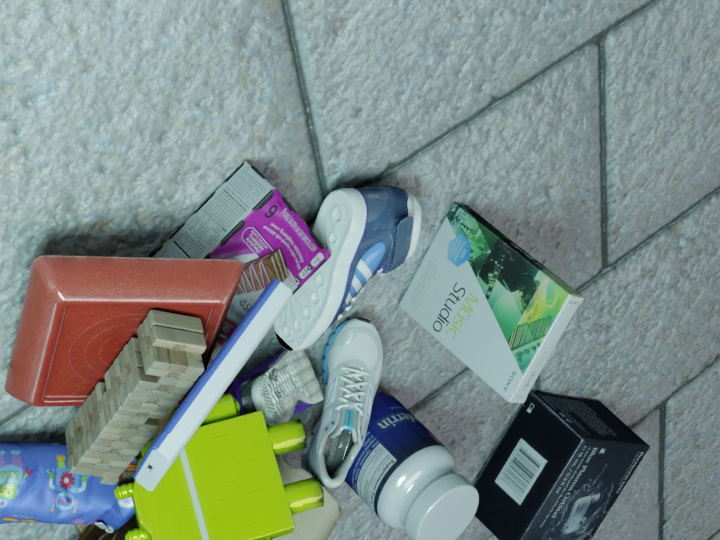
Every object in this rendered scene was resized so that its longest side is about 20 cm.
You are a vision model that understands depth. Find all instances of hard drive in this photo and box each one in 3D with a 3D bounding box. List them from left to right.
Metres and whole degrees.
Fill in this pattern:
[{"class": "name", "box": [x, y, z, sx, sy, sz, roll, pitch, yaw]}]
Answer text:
[{"class": "hard drive", "box": [-0.141, 0.110, 1.384, 0.201, 0.025, 0.132, -55, -179, -26]}]

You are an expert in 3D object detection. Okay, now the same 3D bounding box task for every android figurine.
[{"class": "android figurine", "box": [-0.141, 0.215, 1.435, 0.197, 0.184, 0.041, -16, 163, -14]}]

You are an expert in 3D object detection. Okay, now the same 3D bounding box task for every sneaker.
[{"class": "sneaker", "box": [-0.111, 0.137, 1.589, 0.099, 0.070, 0.200, -24, 178, 17]}, {"class": "sneaker", "box": [-0.012, 0.155, 1.661, 0.074, 0.087, 0.203, 11, 90, -11]}, {"class": "sneaker", "box": [0.000, 0.000, 1.592, 0.145, 0.080, 0.202, 0, 121, -46]}]

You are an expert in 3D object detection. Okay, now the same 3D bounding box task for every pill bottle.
[{"class": "pill bottle", "box": [0.043, 0.233, 1.736, 0.115, 0.200, 0.117, -26, 138, -27]}]

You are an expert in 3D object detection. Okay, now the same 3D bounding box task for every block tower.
[{"class": "block tower", "box": [-0.216, 0.123, 1.373, 0.057, 0.054, 0.200, 12, 132, -32]}]

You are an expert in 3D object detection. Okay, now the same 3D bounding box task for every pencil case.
[{"class": "pencil case", "box": [-0.309, 0.213, 1.436, 0.198, 0.078, 0.088, 8, 73, -34]}]

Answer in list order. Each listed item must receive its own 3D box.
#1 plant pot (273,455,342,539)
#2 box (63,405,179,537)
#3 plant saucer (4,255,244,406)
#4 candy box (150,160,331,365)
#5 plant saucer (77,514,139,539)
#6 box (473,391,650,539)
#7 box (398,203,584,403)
[{"class": "plant pot", "box": [-0.123, 0.304, 1.659, 0.184, 0.199, 0.201, -51, 144, -14]}, {"class": "box", "box": [-0.234, 0.197, 1.574, 0.199, 0.021, 0.165, -33, 140, -20]}, {"class": "plant saucer", "box": [-0.222, 0.067, 1.376, 0.197, 0.037, 0.201, 1, 138, -24]}, {"class": "candy box", "box": [-0.140, 0.008, 1.474, 0.200, 0.061, 0.137, -45, 141, -4]}, {"class": "plant saucer", "box": [-0.253, 0.290, 1.493, 0.200, 0.200, 0.037, -45, 109, -5]}, {"class": "box", "box": [0.283, 0.293, 2.097, 0.199, 0.117, 0.198, 11, 113, -50]}, {"class": "box", "box": [0.146, 0.036, 1.670, 0.036, 0.200, 0.146, 7, 117, -51]}]
